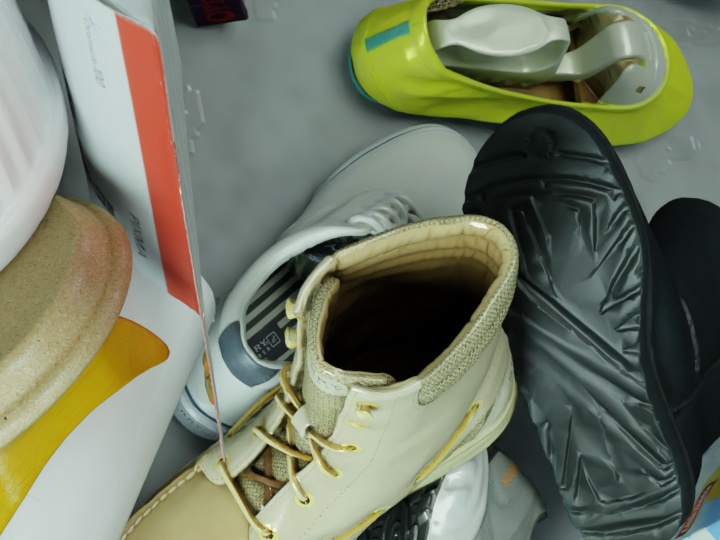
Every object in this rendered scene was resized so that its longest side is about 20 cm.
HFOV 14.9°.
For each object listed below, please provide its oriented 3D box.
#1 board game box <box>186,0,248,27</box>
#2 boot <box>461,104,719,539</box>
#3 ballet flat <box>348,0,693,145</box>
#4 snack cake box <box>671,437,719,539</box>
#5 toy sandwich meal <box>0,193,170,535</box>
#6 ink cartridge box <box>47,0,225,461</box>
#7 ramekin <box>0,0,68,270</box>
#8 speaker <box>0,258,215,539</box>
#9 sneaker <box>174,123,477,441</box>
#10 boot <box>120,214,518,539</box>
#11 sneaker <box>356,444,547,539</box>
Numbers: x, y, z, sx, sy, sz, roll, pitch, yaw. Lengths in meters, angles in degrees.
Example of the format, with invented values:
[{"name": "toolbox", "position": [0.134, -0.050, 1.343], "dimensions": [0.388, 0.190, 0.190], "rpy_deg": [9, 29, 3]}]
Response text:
[{"name": "board game box", "position": [-0.078, -0.191, 1.130], "dimensions": [0.032, 0.200, 0.121], "rpy_deg": [-7, 73, 3]}, {"name": "boot", "position": [0.116, 0.002, 1.190], "dimensions": [0.168, 0.076, 0.201], "rpy_deg": [-50, 125, -60]}, {"name": "ballet flat", "position": [0.089, -0.097, 1.267], "dimensions": [0.199, 0.067, 0.067], "rpy_deg": [2, 69, -32]}, {"name": "snack cake box", "position": [0.218, 0.074, 1.250], "dimensions": [0.067, 0.115, 0.200], "rpy_deg": [46, 53, -8]}, {"name": "toy sandwich meal", "position": [-0.160, 0.052, 0.992], "dimensions": [0.205, 0.204, 0.070], "rpy_deg": [-53, 128, -36]}, {"name": "ink cartridge box", "position": [-0.086, -0.055, 0.991], "dimensions": [0.057, 0.163, 0.201], "rpy_deg": [-5, 52, 1]}, {"name": "ramekin", "position": [-0.209, -0.068, 0.979], "dimensions": [0.201, 0.095, 0.203], "rpy_deg": [-3, 48, 3]}, {"name": "speaker", "position": [-0.124, 0.079, 1.048], "dimensions": [0.081, 0.081, 0.201], "rpy_deg": [33, 56, -18]}, {"name": "sneaker", "position": [0.000, 0.000, 1.166], "dimensions": [0.073, 0.071, 0.200], "rpy_deg": [48, 53, -7]}, {"name": "boot", "position": [-0.023, 0.064, 1.044], "dimensions": [0.199, 0.156, 0.073], "rpy_deg": [-31, 72, -11]}, {"name": "sneaker", "position": [0.031, 0.153, 1.125], "dimensions": [0.079, 0.074, 0.201], "rpy_deg": [35, 55, -22]}]
